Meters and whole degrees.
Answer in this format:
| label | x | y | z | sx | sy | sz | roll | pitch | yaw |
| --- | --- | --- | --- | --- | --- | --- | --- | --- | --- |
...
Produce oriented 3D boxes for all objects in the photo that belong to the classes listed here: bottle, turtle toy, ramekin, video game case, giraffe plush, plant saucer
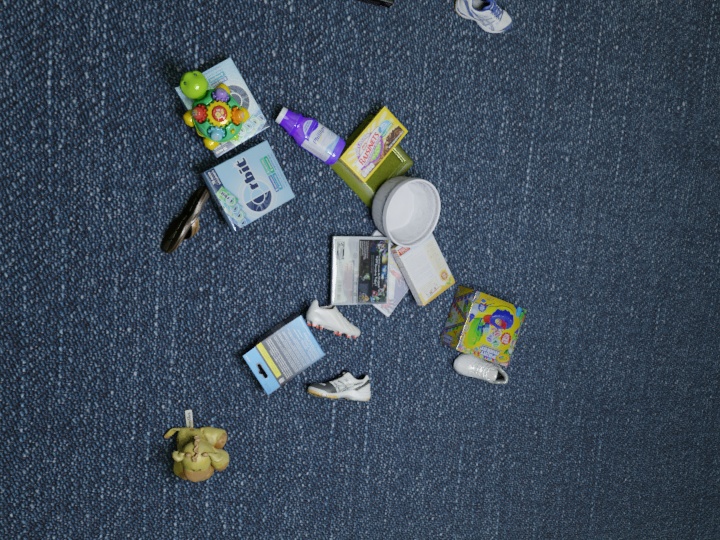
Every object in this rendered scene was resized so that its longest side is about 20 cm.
| label | x | y | z | sx | sy | sz | roll | pitch | yaw |
| --- | --- | --- | --- | --- | --- | --- | --- | --- | --- |
| bottle | -0.141 | -0.377 | 1.642 | 0.199 | 0.065 | 0.084 | 32 | 66 | -16 |
| turtle toy | -0.374 | -0.409 | 1.491 | 0.146 | 0.101 | 0.200 | -43 | 109 | -8 |
| ramekin | 0.125 | -0.179 | 1.723 | 0.198 | 0.105 | 0.203 | -15 | 118 | -30 |
| video game case | 0.000 | 0.000 | 1.749 | 0.180 | 0.023 | 0.203 | 0 | 96 | -19 |
| giraffe plush | -0.438 | 0.498 | 1.605 | 0.171 | 0.162 | 0.202 | -23 | 105 | -15 |
| plant saucer | 0.040 | -0.317 | 1.729 | 0.200 | 0.048 | 0.200 | 45 | 82 | -19 |
| video game case | 0.064 | 0.010 | 1.795 | 0.200 | 0.023 | 0.183 | 39 | 84 | -20 |

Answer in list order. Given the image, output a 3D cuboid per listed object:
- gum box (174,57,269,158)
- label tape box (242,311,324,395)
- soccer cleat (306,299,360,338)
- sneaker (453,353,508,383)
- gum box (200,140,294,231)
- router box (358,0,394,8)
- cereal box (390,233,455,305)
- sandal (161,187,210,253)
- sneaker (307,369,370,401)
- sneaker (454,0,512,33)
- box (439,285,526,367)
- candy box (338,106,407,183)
| label | x | y | z | sx | sy | sz | roll | pitch | yaw |
| --- | --- | --- | --- | --- | --- | --- | --- | --- | --- |
| gum box | -0.365 | -0.429 | 1.569 | 0.169 | 0.044 | 0.201 | -33 | 107 | -13 |
| label tape box | -0.223 | 0.236 | 1.700 | 0.199 | 0.063 | 0.145 | -33 | 107 | -13 |
| soccer cleat | -0.071 | 0.144 | 1.724 | 0.199 | 0.069 | 0.078 | 23 | 78 | -39 |
| sneaker | 0.397 | 0.320 | 1.916 | 0.198 | 0.099 | 0.079 | 14 | 92 | -21 |
| gum box | -0.300 | -0.228 | 1.592 | 0.199 | 0.044 | 0.171 | -33 | 107 | -25 |
| router box | 0.005 | -0.831 | 1.644 | 0.198 | 0.051 | 0.151 | 6 | 94 | -21 |
| cereal box | 0.191 | -0.015 | 1.808 | 0.143 | 0.039 | 0.202 | -32 | 101 | -26 |
| sandal | -0.453 | -0.127 | 1.573 | 0.055 | 0.081 | 0.201 | 39 | 76 | -42 |
| sneaker | -0.064 | 0.342 | 1.778 | 0.198 | 0.075 | 0.089 | 9 | 78 | -23 |
| sneaker | 0.381 | -0.770 | 1.770 | 0.198 | 0.088 | 0.076 | 10 | 92 | -22 |
| box | 0.388 | 0.175 | 1.881 | 0.198 | 0.122 | 0.195 | 19 | 90 | -20 |
| candy box | 0.037 | -0.357 | 1.683 | 0.102 | 0.026 | 0.201 | 42 | 82 | -17 |
